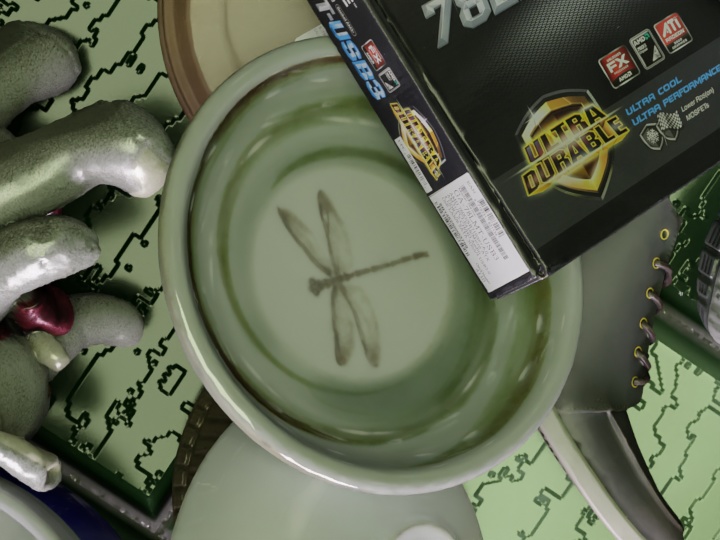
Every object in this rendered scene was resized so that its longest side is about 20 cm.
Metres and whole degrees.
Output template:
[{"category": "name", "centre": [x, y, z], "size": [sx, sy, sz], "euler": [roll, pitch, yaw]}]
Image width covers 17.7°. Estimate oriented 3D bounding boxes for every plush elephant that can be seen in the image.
[{"category": "plush elephant", "centre": [-0.163, 0.012, 1.021], "size": [0.200, 0.165, 0.155], "euler": [-34, 124, -18]}]

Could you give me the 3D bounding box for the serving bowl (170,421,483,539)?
[{"category": "serving bowl", "centre": [0.001, 0.151, 1.012], "size": [0.066, 0.200, 0.200], "euler": [-4, 96, 36]}]

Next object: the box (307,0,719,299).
[{"category": "box", "centre": [0.085, -0.119, 1.017], "size": [0.200, 0.050, 0.199], "euler": [-31, 92, -30]}]

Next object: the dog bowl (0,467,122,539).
[{"category": "dog bowl", "centre": [-0.190, 0.183, 1.033], "size": [0.200, 0.079, 0.200], "euler": [0, 88, 13]}]

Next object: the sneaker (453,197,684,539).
[{"category": "sneaker", "centre": [0.121, 0.034, 1.066], "size": [0.106, 0.075, 0.200], "euler": [-30, 94, 1]}]

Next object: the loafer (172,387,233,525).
[{"category": "loafer", "centre": [-0.042, 0.136, 1.076], "size": [0.076, 0.067, 0.200], "euler": [-1, 80, 27]}]

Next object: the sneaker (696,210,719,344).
[{"category": "sneaker", "centre": [0.234, -0.036, 1.054], "size": [0.200, 0.087, 0.075], "euler": [-47, 59, 0]}]

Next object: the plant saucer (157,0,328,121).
[{"category": "plant saucer", "centre": [0.005, -0.121, 1.074], "size": [0.200, 0.029, 0.200], "euler": [0, 96, -2]}]

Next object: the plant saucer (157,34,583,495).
[{"category": "plant saucer", "centre": [0.000, 0.000, 0.996], "size": [0.200, 0.050, 0.200], "euler": [7, 74, -25]}]
